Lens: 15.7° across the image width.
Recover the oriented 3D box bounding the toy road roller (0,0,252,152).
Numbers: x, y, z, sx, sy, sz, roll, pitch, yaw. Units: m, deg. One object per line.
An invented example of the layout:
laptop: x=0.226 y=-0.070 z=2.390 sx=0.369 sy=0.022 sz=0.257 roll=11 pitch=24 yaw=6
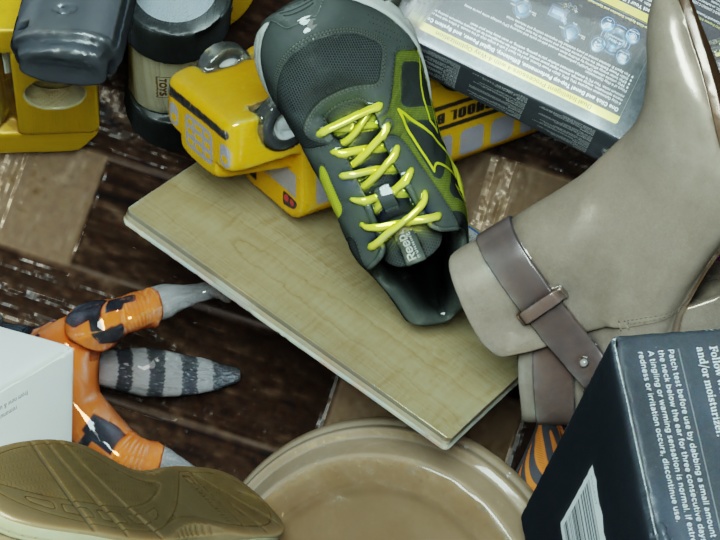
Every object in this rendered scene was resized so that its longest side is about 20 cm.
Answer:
toy road roller: x=-0.153 y=-0.148 z=1.346 sx=0.199 sy=0.123 sz=0.147 roll=-4 pitch=64 yaw=-5

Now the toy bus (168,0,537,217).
toy bus: x=0.002 y=-0.086 z=1.319 sx=0.199 sy=0.079 sz=0.065 roll=-21 pitch=41 yaw=-29

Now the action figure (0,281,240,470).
action figure: x=-0.161 y=0.081 z=1.323 sx=0.192 sy=0.105 sz=0.201 roll=3 pitch=107 yaw=4

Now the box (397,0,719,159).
box: x=0.134 y=-0.136 z=1.265 sx=0.199 sy=0.049 sz=0.162 roll=25 pitch=75 yaw=3

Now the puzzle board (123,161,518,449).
puzzle board: x=0.000 y=0.000 z=1.313 sx=0.200 sy=0.017 sz=0.151 roll=35 pitch=39 yaw=15

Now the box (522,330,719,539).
box: x=0.192 y=0.117 z=1.160 sx=0.195 sy=0.200 sz=0.125 roll=-3 pitch=63 yaw=-11

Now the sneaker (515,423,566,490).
sneaker: x=0.108 y=0.104 z=1.302 sx=0.077 sy=0.112 sz=0.201 roll=13 pitch=77 yaw=0

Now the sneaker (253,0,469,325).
sneaker: x=0.014 y=-0.051 z=1.227 sx=0.074 sy=0.200 sz=0.085 roll=-26 pitch=49 yaw=7

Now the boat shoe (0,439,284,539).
boat shoe: x=-0.115 y=0.127 z=1.208 sx=0.071 sy=0.200 sz=0.065 roll=46 pitch=109 yaw=34

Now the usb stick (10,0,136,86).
usb stick: x=-0.127 y=-0.172 z=1.273 sx=0.055 sy=0.033 sz=0.201 roll=7 pitch=53 yaw=1

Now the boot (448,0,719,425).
boot: x=0.111 y=-0.020 z=1.205 sx=0.146 sy=0.070 sz=0.201 roll=-15 pitch=105 yaw=15

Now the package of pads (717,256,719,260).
package of pads: x=0.190 y=-0.101 z=1.347 sx=0.075 sy=0.121 sz=0.201 roll=15 pitch=77 yaw=-5

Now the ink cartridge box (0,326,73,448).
ink cartridge box: x=-0.221 y=0.133 z=1.228 sx=0.128 sy=0.125 sz=0.201 roll=14 pitch=114 yaw=24

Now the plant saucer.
plant saucer: x=0.009 y=0.173 z=1.288 sx=0.199 sy=0.029 sz=0.201 roll=0 pitch=91 yaw=16
